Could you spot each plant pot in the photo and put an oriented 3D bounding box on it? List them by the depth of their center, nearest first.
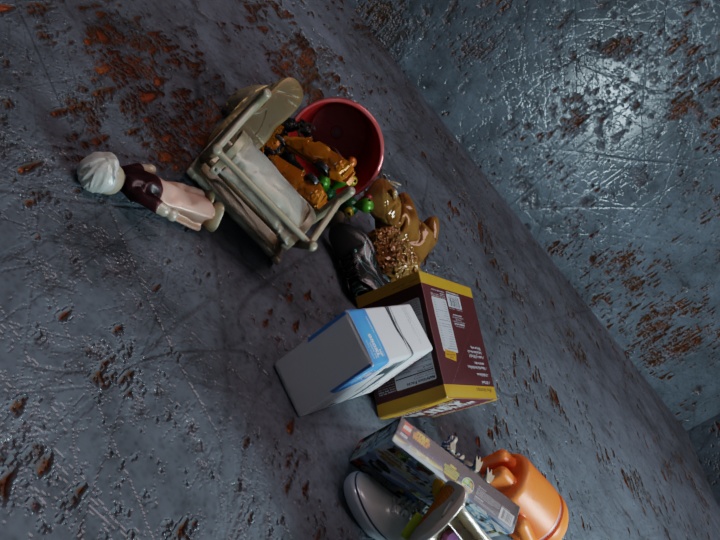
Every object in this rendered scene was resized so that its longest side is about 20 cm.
[{"bbox_3d":[-0.050,-0.267,1.320,0.200,0.200,0.178,45,16,-16],"label":"plant pot"}]

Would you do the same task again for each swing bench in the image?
[{"bbox_3d":[-0.147,-0.125,0.969,0.199,0.198,0.131,45,62,-17],"label":"swing bench"}]

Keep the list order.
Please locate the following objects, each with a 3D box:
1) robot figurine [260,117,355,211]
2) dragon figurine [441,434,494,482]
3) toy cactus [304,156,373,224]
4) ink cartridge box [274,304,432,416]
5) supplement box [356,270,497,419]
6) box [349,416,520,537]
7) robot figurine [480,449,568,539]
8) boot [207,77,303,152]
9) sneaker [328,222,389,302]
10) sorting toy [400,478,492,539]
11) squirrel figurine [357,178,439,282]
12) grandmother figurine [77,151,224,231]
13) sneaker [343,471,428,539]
[{"bbox_3d":[-0.111,-0.185,1.123,0.198,0.146,0.058,35,-13,28],"label":"robot figurine"},{"bbox_3d":[0.148,0.349,1.003,0.059,0.098,0.202,44,45,-20],"label":"dragon figurine"},{"bbox_3d":[-0.060,-0.144,1.214,0.166,0.194,0.105,69,33,-67],"label":"toy cactus"},{"bbox_3d":[-0.003,0.123,0.922,0.198,0.144,0.086,-1,57,-60],"label":"ink cartridge box"},{"bbox_3d":[0.114,0.133,1.086,0.195,0.131,0.206,16,58,-53],"label":"supplement box"},{"bbox_3d":[0.095,0.284,0.854,0.198,0.137,0.040,38,53,-6],"label":"box"},{"bbox_3d":[0.281,0.403,1.111,0.200,0.117,0.143,46,-10,-15],"label":"robot figurine"},{"bbox_3d":[-0.209,-0.266,1.132,0.154,0.200,0.073,17,-31,54],"label":"boot"},{"bbox_3d":[0.000,0.000,1.178,0.202,0.075,0.079,56,27,7],"label":"sneaker"},{"bbox_3d":[0.088,0.366,0.749,0.202,0.180,0.106,53,-17,-22],"label":"sorting toy"},{"bbox_3d":[0.065,-0.081,1.294,0.188,0.138,0.204,58,32,-45],"label":"squirrel figurine"},{"bbox_3d":[-0.273,-0.102,0.842,0.198,0.062,0.121,18,14,-48],"label":"grandmother figurine"},{"bbox_3d":[0.060,0.331,0.852,0.200,0.070,0.074,47,25,-16],"label":"sneaker"}]
